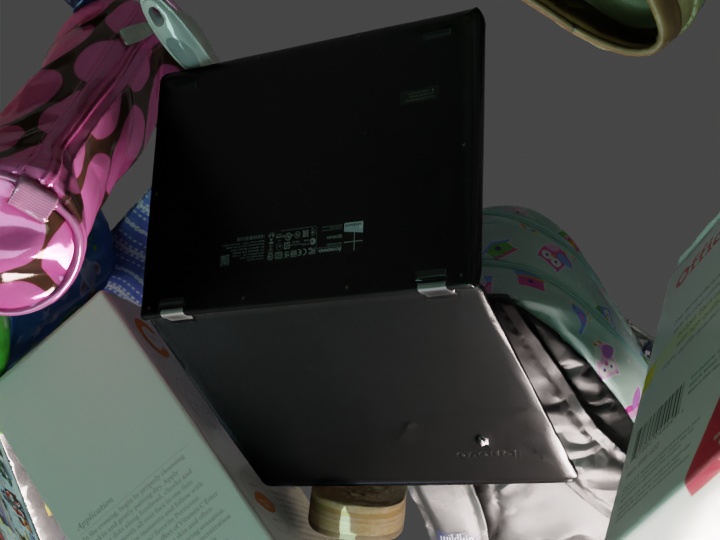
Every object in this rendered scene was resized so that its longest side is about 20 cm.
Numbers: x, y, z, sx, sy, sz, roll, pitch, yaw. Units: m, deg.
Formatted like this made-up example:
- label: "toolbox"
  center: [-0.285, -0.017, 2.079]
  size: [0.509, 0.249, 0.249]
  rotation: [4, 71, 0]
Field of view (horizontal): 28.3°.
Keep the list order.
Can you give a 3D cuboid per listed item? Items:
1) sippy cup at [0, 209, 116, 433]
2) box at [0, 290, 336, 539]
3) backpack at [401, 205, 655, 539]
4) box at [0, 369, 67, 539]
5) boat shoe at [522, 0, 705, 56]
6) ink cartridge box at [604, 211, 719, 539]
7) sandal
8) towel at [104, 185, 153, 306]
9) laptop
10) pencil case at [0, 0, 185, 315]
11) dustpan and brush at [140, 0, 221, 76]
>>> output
- label: "sippy cup"
  center: [-0.223, -0.003, 0.857]
  size: [0.139, 0.130, 0.178]
  rotation: [35, 129, 19]
- label: "box"
  center: [-0.104, 0.127, 0.812]
  size: [0.200, 0.097, 0.124]
  rotation: [52, -175, 23]
- label: "backpack"
  center: [0.086, 0.068, 0.779]
  size: [0.166, 0.127, 0.200]
  rotation: [-26, 117, 22]
- label: "box"
  center: [-0.248, 0.129, 1.005]
  size: [0.137, 0.040, 0.201]
  rotation: [29, 139, 49]
- label: "boat shoe"
  center: [0.066, -0.164, 0.623]
  size: [0.200, 0.074, 0.076]
  rotation: [31, 135, -1]
- label: "ink cartridge box"
  center: [0.196, 0.041, 0.651]
  size: [0.083, 0.200, 0.145]
  rotation: [29, 136, -4]
- label: "sandal"
  center: [0.000, 0.094, 0.845]
  size: [0.077, 0.212, 0.070]
  rotation: [6, 98, -3]
- label: "towel"
  center: [-0.123, 0.037, 0.931]
  size: [0.145, 0.024, 0.200]
  rotation: [39, 135, -10]
- label: "laptop"
  center: [0.000, 0.000, 0.704]
  size: [0.187, 0.201, 0.116]
  rotation: [-6, 165, 31]
- label: "pencil case"
  center: [-0.148, -0.067, 0.726]
  size: [0.094, 0.200, 0.091]
  rotation: [-31, 116, 30]
- label: "dustpan and brush"
  center: [-0.048, -0.076, 0.767]
  size: [0.139, 0.057, 0.200]
  rotation: [-15, 120, 36]
